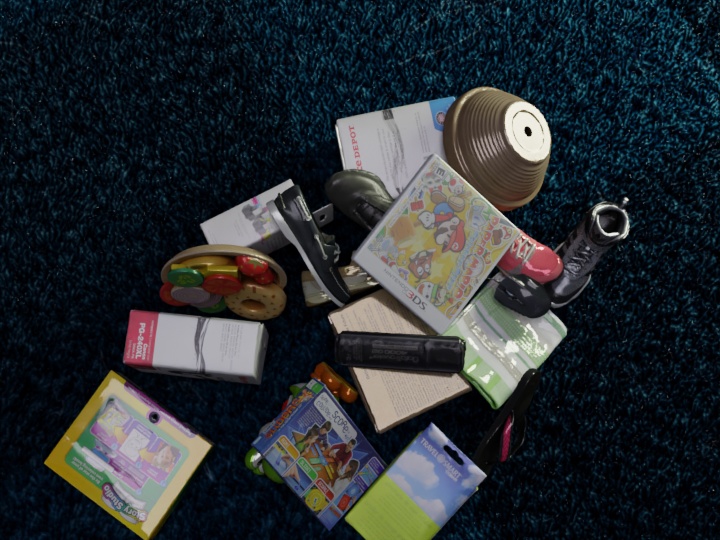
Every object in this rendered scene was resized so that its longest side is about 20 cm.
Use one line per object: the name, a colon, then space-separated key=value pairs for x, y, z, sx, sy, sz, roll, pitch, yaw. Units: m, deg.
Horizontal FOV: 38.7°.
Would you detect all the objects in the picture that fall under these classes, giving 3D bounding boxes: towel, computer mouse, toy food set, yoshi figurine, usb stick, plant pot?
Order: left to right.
toy food set: x=-0.209 y=0.020 z=1.554 sx=0.194 sy=0.201 sz=0.049 roll=1 pitch=65 yaw=-4
yoshi figurine: x=-0.088 y=0.246 z=1.561 sx=0.112 sy=0.112 sz=0.200 roll=43 pitch=90 yaw=-4
usb stick: x=0.059 y=0.121 z=1.529 sx=0.197 sy=0.033 sz=0.056 roll=2 pitch=99 yaw=10
computer mouse: x=0.205 y=0.020 z=1.571 sx=0.198 sy=0.034 sz=0.059 roll=25 pitch=122 yaw=-8
towel: x=0.221 y=0.100 z=1.587 sx=0.149 sy=0.031 sz=0.200 roll=46 pitch=56 yaw=6
plant pot: x=0.232 y=-0.202 z=1.603 sx=0.198 sy=0.092 sz=0.204 roll=12 pitch=68 yaw=-32

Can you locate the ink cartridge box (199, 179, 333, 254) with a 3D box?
ink cartridge box: x=-0.144 y=-0.075 z=1.609 sx=0.198 sy=0.115 sz=0.069 roll=-27 pitch=81 yaw=-6

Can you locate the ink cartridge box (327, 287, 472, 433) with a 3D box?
ink cartridge box: x=0.059 y=0.130 z=1.598 sx=0.163 sy=0.075 sz=0.202 roll=-23 pitch=82 yaw=-4

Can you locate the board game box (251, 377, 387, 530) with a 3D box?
board game box: x=-0.057 y=0.275 z=1.523 sx=0.135 sy=0.034 sz=0.201 roll=-44 pitch=124 yaw=-15

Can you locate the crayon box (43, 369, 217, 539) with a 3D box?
crayon box: x=-0.351 y=0.283 z=1.574 sx=0.199 sy=0.058 sz=0.174 roll=35 pitch=83 yaw=5

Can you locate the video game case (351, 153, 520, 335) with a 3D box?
video game case: x=0.114 y=-0.038 z=1.526 sx=0.181 sy=0.023 sz=0.201 roll=40 pitch=84 yaw=-12

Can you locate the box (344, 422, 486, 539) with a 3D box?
box: x=0.085 y=0.343 z=1.559 sx=0.122 sy=0.048 sz=0.200 roll=42 pitch=94 yaw=6

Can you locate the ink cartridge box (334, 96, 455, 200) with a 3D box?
ink cartridge box: x=0.067 y=-0.181 z=1.646 sx=0.197 sy=0.084 sz=0.147 roll=-11 pitch=81 yaw=-3

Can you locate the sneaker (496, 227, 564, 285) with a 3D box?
sneaker: x=0.224 y=-0.041 z=1.599 sx=0.198 sy=0.087 sz=0.074 roll=28 pitch=70 yaw=21

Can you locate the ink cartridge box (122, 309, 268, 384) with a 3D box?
ink cartridge box: x=-0.245 y=0.119 z=1.559 sx=0.197 sy=0.145 sz=0.085 roll=7 pitch=79 yaw=0

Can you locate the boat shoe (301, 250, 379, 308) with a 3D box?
boat shoe: x=0.000 y=0.000 z=1.620 sx=0.197 sy=0.074 sz=0.067 roll=-18 pitch=86 yaw=-4

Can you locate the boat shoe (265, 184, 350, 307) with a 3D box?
boat shoe: x=-0.063 y=-0.035 z=1.535 sx=0.060 sy=0.076 sz=0.201 roll=-33 pitch=114 yaw=4

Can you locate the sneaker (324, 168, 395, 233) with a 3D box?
sneaker: x=0.032 y=-0.083 z=1.556 sx=0.198 sy=0.091 sz=0.076 roll=29 pitch=113 yaw=-22

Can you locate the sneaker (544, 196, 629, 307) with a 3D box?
sneaker: x=0.354 y=-0.035 z=1.611 sx=0.075 sy=0.114 sz=0.201 roll=36 pitch=82 yaw=5

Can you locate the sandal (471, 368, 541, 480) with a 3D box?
sandal: x=0.228 y=0.244 z=1.556 sx=0.045 sy=0.075 sz=0.202 roll=34 pitch=103 yaw=26
